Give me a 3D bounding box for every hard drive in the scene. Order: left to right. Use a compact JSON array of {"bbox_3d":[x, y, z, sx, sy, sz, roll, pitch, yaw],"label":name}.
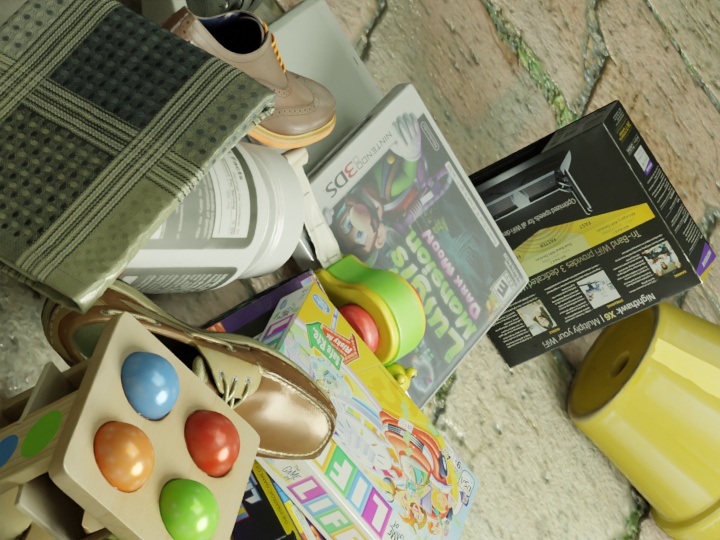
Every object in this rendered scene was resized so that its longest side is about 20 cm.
[{"bbox_3d":[-0.049,-0.131,1.654,0.132,0.026,0.200,58,34,-9],"label":"hard drive"}]

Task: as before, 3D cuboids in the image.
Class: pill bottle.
[{"bbox_3d":[-0.136,-0.041,1.399,0.200,0.114,0.114,-1,69,-54],"label":"pill bottle"}]

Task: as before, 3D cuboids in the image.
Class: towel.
[{"bbox_3d":[-0.180,-0.080,1.287,0.200,0.192,0.035,-49,155,-24],"label":"towel"}]

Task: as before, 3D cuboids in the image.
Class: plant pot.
[{"bbox_3d":[0.290,0.127,1.809,0.189,0.201,0.201,34,42,-14],"label":"plant pot"}]

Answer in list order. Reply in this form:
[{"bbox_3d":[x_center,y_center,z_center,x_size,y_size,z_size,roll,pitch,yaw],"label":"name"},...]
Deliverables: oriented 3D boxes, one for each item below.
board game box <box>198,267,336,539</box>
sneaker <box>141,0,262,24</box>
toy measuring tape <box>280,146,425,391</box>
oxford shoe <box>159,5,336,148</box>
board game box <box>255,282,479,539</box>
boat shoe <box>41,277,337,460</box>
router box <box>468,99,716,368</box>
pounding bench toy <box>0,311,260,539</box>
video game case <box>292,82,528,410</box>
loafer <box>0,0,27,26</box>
[{"bbox_3d":[-0.047,0.116,1.468,0.200,0.057,0.165,63,32,-1],"label":"board game box"},{"bbox_3d":[-0.110,-0.192,1.551,0.099,0.071,0.200,4,59,-28],"label":"sneaker"},{"bbox_3d":[0.000,0.000,1.536,0.074,0.073,0.200,-37,109,-56],"label":"toy measuring tape"},{"bbox_3d":[-0.073,-0.137,1.462,0.071,0.073,0.200,46,21,29],"label":"oxford shoe"},{"bbox_3d":[-0.003,0.124,1.439,0.200,0.034,0.135,50,35,-19],"label":"board game box"},{"bbox_3d":[-0.107,0.072,1.297,0.200,0.076,0.074,25,10,-18],"label":"boat shoe"},{"bbox_3d":[0.166,-0.027,1.719,0.157,0.200,0.052,57,33,-12],"label":"router box"},{"bbox_3d":[-0.162,0.150,1.198,0.124,0.156,0.200,45,38,-26],"label":"pounding bench toy"},{"bbox_3d":[0.035,-0.016,1.631,0.182,0.023,0.200,-47,114,-36],"label":"video game case"},{"bbox_3d":[-0.241,-0.187,1.399,0.200,0.072,0.063,30,39,-36],"label":"loafer"}]
